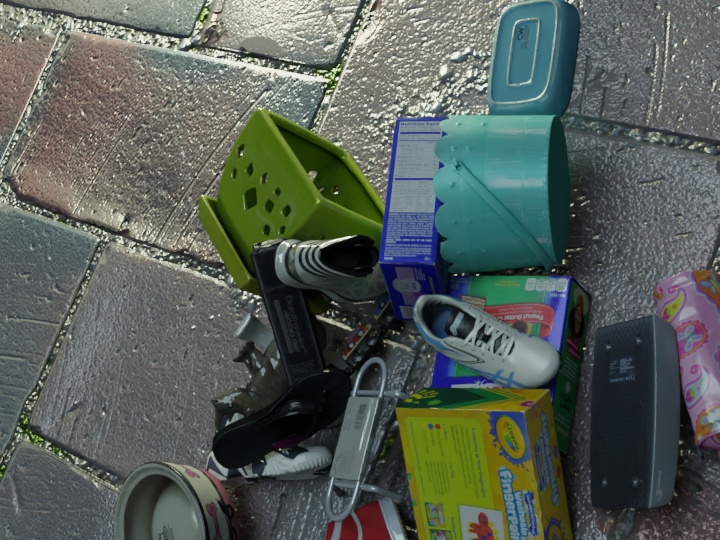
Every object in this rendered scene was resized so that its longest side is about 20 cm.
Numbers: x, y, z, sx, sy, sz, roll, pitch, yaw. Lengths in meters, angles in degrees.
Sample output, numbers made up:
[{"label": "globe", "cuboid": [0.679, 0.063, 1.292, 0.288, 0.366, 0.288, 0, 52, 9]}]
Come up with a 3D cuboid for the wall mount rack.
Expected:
[{"label": "wall mount rack", "cuboid": [0.004, 0.213, 1.521, 0.173, 0.074, 0.202, -8, 63, 58]}]

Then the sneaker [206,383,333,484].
[{"label": "sneaker", "cuboid": [-0.122, 0.211, 1.642, 0.198, 0.079, 0.131, -14, 71, 41]}]

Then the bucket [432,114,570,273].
[{"label": "bucket", "cuboid": [0.174, -0.092, 1.489, 0.133, 0.207, 0.210, -1, 69, 19]}]

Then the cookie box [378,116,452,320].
[{"label": "cookie box", "cuboid": [0.077, -0.063, 1.552, 0.074, 0.172, 0.202, 2, 65, 11]}]

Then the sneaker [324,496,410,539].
[{"label": "sneaker", "cuboid": [0.017, 0.371, 1.466, 0.111, 0.072, 0.201, -18, 51, 0]}]

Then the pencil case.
[{"label": "pencil case", "cuboid": [0.378, 0.100, 1.346, 0.087, 0.087, 0.202, -24, 59, 24]}]

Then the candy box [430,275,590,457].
[{"label": "candy box", "cuboid": [0.175, 0.111, 1.483, 0.167, 0.077, 0.203, 0, 72, 34]}]

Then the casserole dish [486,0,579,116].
[{"label": "casserole dish", "cuboid": [0.223, -0.280, 1.641, 0.120, 0.039, 0.203, -2, 69, 33]}]

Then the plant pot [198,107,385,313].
[{"label": "plant pot", "cuboid": [-0.090, -0.066, 1.671, 0.182, 0.198, 0.201, -47, 52, 17]}]

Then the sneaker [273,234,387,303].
[{"label": "sneaker", "cuboid": [0.000, 0.000, 1.533, 0.114, 0.199, 0.077, -2, 84, 43]}]

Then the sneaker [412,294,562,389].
[{"label": "sneaker", "cuboid": [0.140, 0.081, 1.426, 0.199, 0.072, 0.073, 22, 83, 38]}]

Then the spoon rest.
[{"label": "spoon rest", "cuboid": [-0.081, 0.131, 1.673, 0.199, 0.061, 0.100, 37, 94, 25]}]

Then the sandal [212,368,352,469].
[{"label": "sandal", "cuboid": [-0.092, 0.195, 1.552, 0.199, 0.076, 0.048, -32, 27, 6]}]

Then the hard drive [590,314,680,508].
[{"label": "hard drive", "cuboid": [0.299, 0.157, 1.355, 0.135, 0.042, 0.203, 153, 123, -68]}]

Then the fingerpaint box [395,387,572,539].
[{"label": "fingerpaint box", "cuboid": [0.141, 0.237, 1.396, 0.165, 0.073, 0.203, -3, 104, 34]}]

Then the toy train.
[{"label": "toy train", "cuboid": [0.003, 0.097, 1.613, 0.046, 0.034, 0.201, 29, 75, 38]}]

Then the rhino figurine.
[{"label": "rhino figurine", "cuboid": [-0.121, 0.129, 1.607, 0.087, 0.060, 0.201, 39, 78, 0]}]

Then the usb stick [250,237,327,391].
[{"label": "usb stick", "cuboid": [-0.088, 0.058, 1.557, 0.055, 0.033, 0.202, -15, 102, 3]}]

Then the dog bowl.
[{"label": "dog bowl", "cuboid": [-0.238, 0.348, 1.635, 0.199, 0.073, 0.203, 2, 93, 43]}]
